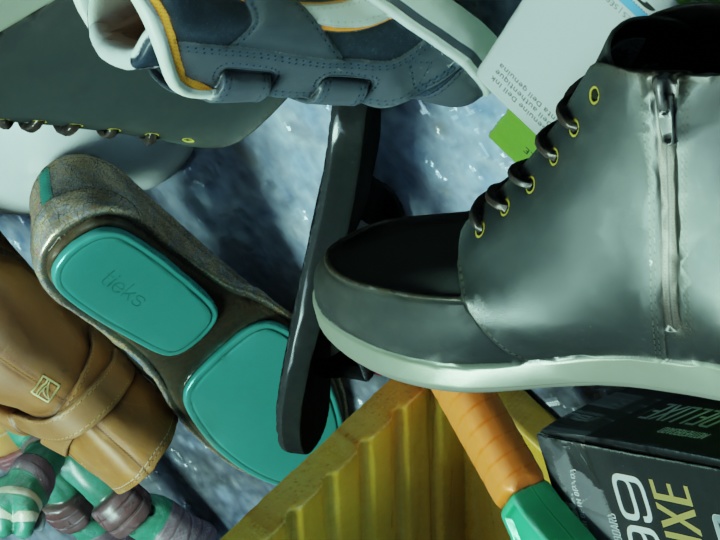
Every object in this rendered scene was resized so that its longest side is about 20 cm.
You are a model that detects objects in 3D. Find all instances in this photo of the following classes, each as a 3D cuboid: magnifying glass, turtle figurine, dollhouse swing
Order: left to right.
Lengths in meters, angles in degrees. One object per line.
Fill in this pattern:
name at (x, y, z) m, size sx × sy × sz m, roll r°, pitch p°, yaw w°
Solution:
turtle figurine at (-0.164, 0.084, 1.222) m, size 0.200 × 0.101 × 0.150 m, roll 41°, pitch 170°, yaw -28°
dollhouse swing at (0.047, 0.174, 0.995) m, size 0.175 × 0.200 × 0.182 m, roll 28°, pitch 141°, yaw 29°
magnifying glass at (0.069, 0.101, 0.966) m, size 0.201 × 0.022 × 0.080 m, roll 62°, pitch 160°, yaw 17°

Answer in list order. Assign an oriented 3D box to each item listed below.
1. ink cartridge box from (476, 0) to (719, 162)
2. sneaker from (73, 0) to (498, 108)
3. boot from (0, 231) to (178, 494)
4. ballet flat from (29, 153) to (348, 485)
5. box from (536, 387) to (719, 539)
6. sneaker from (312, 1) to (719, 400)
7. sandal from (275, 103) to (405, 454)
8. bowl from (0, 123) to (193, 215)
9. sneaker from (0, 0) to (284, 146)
ink cartridge box at (0.108, -0.031, 0.841) m, size 0.148 × 0.076 × 0.200 m, roll 44°, pitch 144°, yaw 8°
sneaker at (-0.040, -0.089, 0.874) m, size 0.200 × 0.080 × 0.078 m, roll 29°, pitch 179°, yaw -34°
boot at (-0.145, 0.024, 1.145) m, size 0.155 × 0.077 × 0.200 m, roll 37°, pitch 178°, yaw -8°
ballet flat at (-0.069, 0.016, 1.082) m, size 0.200 × 0.068 × 0.067 m, roll 51°, pitch -173°, yaw -44°
box at (0.149, 0.146, 0.933) m, size 0.157 × 0.050 × 0.201 m, roll 7°, pitch 117°, yaw 59°
sneaker at (0.061, -0.025, 0.780) m, size 0.199 × 0.075 × 0.107 m, roll 1°, pitch 120°, yaw 37°
sandal at (0.000, 0.000, 1.002) m, size 0.045 × 0.075 × 0.201 m, roll 11°, pitch 133°, yaw -1°
bowl at (-0.165, -0.096, 1.070) m, size 0.200 × 0.090 × 0.202 m, roll 28°, pitch 140°, yaw 27°
sneaker at (-0.114, -0.069, 0.966) m, size 0.199 × 0.075 × 0.106 m, roll -26°, pitch 124°, yaw 22°
